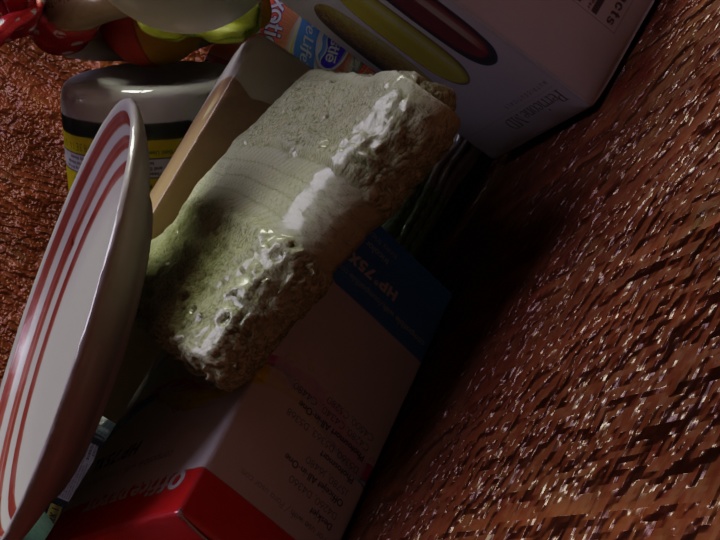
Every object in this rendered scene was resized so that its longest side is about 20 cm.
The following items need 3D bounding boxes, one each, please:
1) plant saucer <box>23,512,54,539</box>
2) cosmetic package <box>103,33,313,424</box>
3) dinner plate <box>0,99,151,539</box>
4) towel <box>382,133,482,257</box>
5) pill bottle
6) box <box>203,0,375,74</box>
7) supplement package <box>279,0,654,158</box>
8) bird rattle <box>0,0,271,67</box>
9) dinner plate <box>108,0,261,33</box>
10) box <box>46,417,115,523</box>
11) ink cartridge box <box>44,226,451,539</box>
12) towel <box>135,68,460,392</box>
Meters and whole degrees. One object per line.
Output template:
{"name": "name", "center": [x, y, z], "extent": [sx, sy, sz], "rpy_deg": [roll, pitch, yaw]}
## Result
{"name": "plant saucer", "center": [-0.160, 0.192, 0.684], "extent": [0.201, 0.038, 0.204], "rpy_deg": [176, 90, -88]}
{"name": "cosmetic package", "center": [-0.066, -0.006, 0.721], "extent": [0.201, 0.105, 0.071], "rpy_deg": [-61, 13, -5]}
{"name": "dinner plate", "center": [-0.121, 0.028, 0.587], "extent": [0.201, 0.024, 0.201], "rpy_deg": [-53, 26, 40]}
{"name": "towel", "center": [0.000, 0.000, 0.753], "extent": [0.201, 0.031, 0.149], "rpy_deg": [-60, 12, -8]}
{"name": "pill bottle", "center": [-0.118, -0.019, 0.858], "extent": [0.113, 0.111, 0.202], "rpy_deg": [-85, -6, -73]}
{"name": "box", "center": [-0.014, -0.145, 0.954], "extent": [0.103, 0.094, 0.200], "rpy_deg": [-55, -11, 8]}
{"name": "supplement package", "center": [0.027, -0.158, 0.615], "extent": [0.110, 0.199, 0.114], "rpy_deg": [-58, 9, -15]}
{"name": "bird rattle", "center": [-0.132, -0.143, 0.802], "extent": [0.198, 0.114, 0.163], "rpy_deg": [-20, -10, 17]}
{"name": "dinner plate", "center": [-0.073, -0.214, 0.671], "extent": [0.024, 0.201, 0.201], "rpy_deg": [11, 59, 36]}
{"name": "box", "center": [-0.199, 0.179, 0.929], "extent": [0.158, 0.051, 0.202], "rpy_deg": [-62, -7, -84]}
{"name": "ink cartridge box", "center": [-0.053, 0.077, 0.572], "extent": [0.116, 0.067, 0.201], "rpy_deg": [-26, 29, 47]}
{"name": "towel", "center": [-0.040, -0.025, 0.585], "extent": [0.149, 0.036, 0.200], "rpy_deg": [-50, 19, -5]}
